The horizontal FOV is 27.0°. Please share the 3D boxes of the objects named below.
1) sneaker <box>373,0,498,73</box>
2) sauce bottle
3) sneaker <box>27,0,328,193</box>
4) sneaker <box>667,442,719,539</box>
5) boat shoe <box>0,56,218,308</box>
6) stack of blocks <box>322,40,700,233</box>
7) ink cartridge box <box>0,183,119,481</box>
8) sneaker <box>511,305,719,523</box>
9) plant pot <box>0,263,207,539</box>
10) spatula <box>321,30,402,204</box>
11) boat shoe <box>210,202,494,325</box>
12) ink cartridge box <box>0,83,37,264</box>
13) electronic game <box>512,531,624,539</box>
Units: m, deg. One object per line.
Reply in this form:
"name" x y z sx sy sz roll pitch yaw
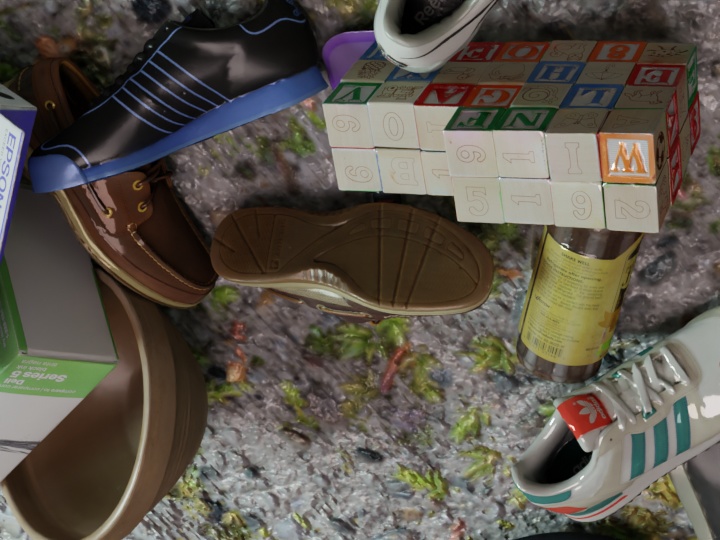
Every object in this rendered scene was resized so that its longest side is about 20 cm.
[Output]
"sneaker" 0.073 -0.195 0.805 0.074 0.089 0.201 30 98 2
"sauce bottle" 0.148 -0.019 0.960 0.064 0.065 0.201 13 128 4
"sneaker" -0.123 -0.113 0.936 0.199 0.070 0.078 -22 97 -1
"sneaker" 0.295 0.170 1.050 0.106 0.075 0.201 -19 117 29
"boat shoe" -0.162 -0.057 1.004 0.067 0.072 0.200 -29 111 31
"stack of blocks" 0.083 -0.080 0.851 0.199 0.115 0.059 4 124 24
"ink cartridge box" -0.270 0.054 1.056 0.084 0.146 0.200 9 139 -44
"sneaker" 0.182 0.094 0.991 0.200 0.071 0.093 -44 145 22
"plant pot" -0.176 0.100 1.078 0.092 0.202 0.201 9 140 -44
"spatula" 0.014 -0.071 0.983 0.056 0.021 0.201 -1 125 12
"boat shoe" 0.000 0.000 1.002 0.199 0.073 0.072 3 161 22
"ink cartridge box" -0.265 -0.029 0.961 0.200 0.043 0.199 34 114 43
"electronic game" 0.164 0.275 1.178 0.198 0.042 0.201 3 131 4
